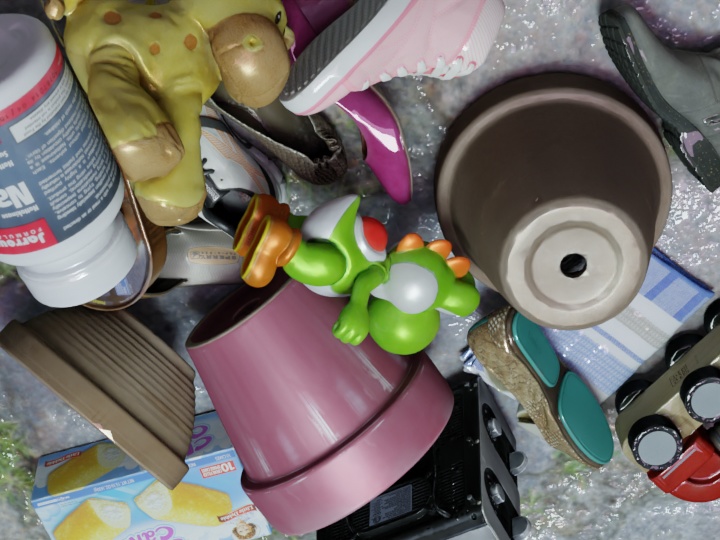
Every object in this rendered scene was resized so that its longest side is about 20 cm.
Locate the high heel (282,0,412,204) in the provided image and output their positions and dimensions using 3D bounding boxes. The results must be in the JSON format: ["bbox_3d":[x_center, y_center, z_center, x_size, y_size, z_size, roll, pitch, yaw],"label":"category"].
[{"bbox_3d":[-0.026,-0.132,1.195,0.096,0.067,0.200,-23,107,-2],"label":"high heel"}]

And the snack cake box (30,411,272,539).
[{"bbox_3d":[-0.194,0.213,1.401,0.199,0.067,0.115,-16,121,6],"label":"snack cake box"}]

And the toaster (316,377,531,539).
[{"bbox_3d":[0.052,0.219,1.349,0.200,0.181,0.119,-24,123,20],"label":"toaster"}]

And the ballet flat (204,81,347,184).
[{"bbox_3d":[-0.082,-0.135,1.189,0.200,0.046,0.067,42,81,-28],"label":"ballet flat"}]

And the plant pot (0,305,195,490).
[{"bbox_3d":[-0.209,0.090,1.273,0.201,0.201,0.093,45,78,-27],"label":"plant pot"}]

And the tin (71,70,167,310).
[{"bbox_3d":[-0.223,-0.064,1.197,0.112,0.042,0.200,-5,114,21],"label":"tin"}]

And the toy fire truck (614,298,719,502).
[{"bbox_3d":[0.357,0.144,1.378,0.200,0.129,0.176,40,106,-15],"label":"toy fire truck"}]

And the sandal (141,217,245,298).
[{"bbox_3d":[-0.180,-0.004,1.270,0.199,0.055,0.082,1,122,1],"label":"sandal"}]

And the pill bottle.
[{"bbox_3d":[-0.241,-0.074,1.083,0.119,0.120,0.200,-17,129,6],"label":"pill bottle"}]

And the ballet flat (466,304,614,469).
[{"bbox_3d":[0.160,0.108,1.347,0.065,0.071,0.200,-13,124,36],"label":"ballet flat"}]

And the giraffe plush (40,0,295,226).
[{"bbox_3d":[-0.119,-0.151,1.067,0.162,0.173,0.200,-26,87,-6],"label":"giraffe plush"}]

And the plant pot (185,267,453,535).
[{"bbox_3d":[-0.047,0.095,1.277,0.200,0.200,0.179,-32,103,15],"label":"plant pot"}]

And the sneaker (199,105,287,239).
[{"bbox_3d":[-0.134,-0.098,1.203,0.074,0.080,0.200,-40,115,22],"label":"sneaker"}]

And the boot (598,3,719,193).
[{"bbox_3d":[0.289,-0.169,1.210,0.131,0.068,0.200,-38,120,7],"label":"boot"}]

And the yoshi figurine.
[{"bbox_3d":[-0.005,0.015,1.189,0.200,0.113,0.112,17,159,-19],"label":"yoshi figurine"}]

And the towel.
[{"bbox_3d":[0.207,0.054,1.358,0.147,0.024,0.200,33,114,-23],"label":"towel"}]

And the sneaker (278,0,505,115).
[{"bbox_3d":[0.035,-0.166,1.132,0.200,0.075,0.105,-47,115,-16],"label":"sneaker"}]

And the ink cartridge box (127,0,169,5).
[{"bbox_3d":[-0.161,-0.260,1.103,0.199,0.067,0.117,0,123,-5],"label":"ink cartridge box"}]

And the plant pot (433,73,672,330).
[{"bbox_3d":[0.163,-0.038,1.193,0.200,0.175,0.201,0,116,-1],"label":"plant pot"}]
